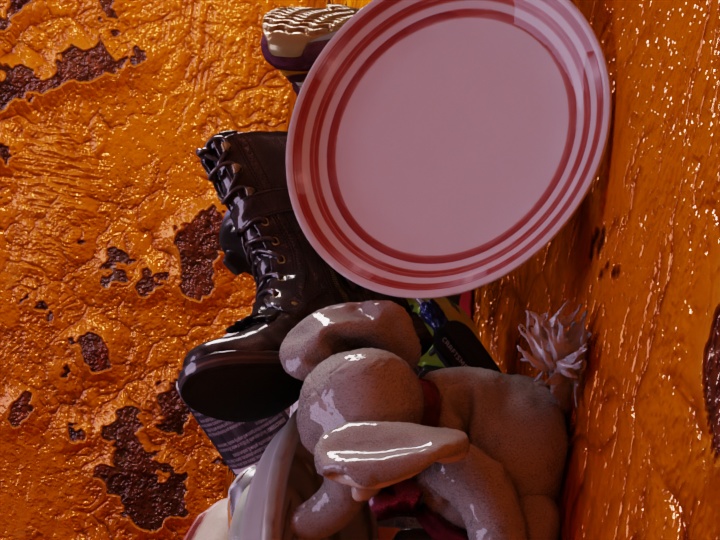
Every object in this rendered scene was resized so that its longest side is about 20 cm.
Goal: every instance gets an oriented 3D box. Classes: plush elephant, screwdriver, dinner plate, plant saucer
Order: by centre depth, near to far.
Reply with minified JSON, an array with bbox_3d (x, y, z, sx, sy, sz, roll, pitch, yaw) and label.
[{"bbox_3d":[0.028,0.101,0.906,0.165,0.153,0.201,-98,18,-64],"label":"plush elephant"},{"bbox_3d":[0.049,-0.078,0.956,0.024,0.199,0.202,37,-125,-59],"label":"dinner plate"},{"bbox_3d":[-0.039,0.178,1.003,0.200,0.050,0.202,-4,-90,-73],"label":"plant saucer"},{"bbox_3d":[0.033,0.009,1.086,0.201,0.028,0.029,55,141,27],"label":"screwdriver"}]

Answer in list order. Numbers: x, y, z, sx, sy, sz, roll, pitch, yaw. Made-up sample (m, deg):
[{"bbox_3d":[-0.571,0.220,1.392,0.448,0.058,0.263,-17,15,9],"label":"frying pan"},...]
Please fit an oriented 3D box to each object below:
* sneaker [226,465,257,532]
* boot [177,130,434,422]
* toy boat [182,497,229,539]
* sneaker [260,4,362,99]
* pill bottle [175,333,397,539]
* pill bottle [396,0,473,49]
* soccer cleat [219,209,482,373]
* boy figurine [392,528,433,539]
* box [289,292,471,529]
[{"bbox_3d":[-0.010,0.206,1.129,0.078,0.200,0.077,-35,-10,-40],"label":"sneaker"},{"bbox_3d":[-0.058,-0.007,1.025,0.069,0.199,0.175,-45,65,40],"label":"boot"},{"bbox_3d":[-0.061,0.262,1.202,0.131,0.200,0.131,-43,11,47],"label":"toy boat"},{"bbox_3d":[-0.015,-0.133,1.157,0.200,0.074,0.091,-28,-55,-69],"label":"sneaker"},{"bbox_3d":[-0.050,0.141,1.332,0.201,0.106,0.106,57,180,-11],"label":"pill bottle"},{"bbox_3d":[0.054,-0.108,1.095,0.201,0.115,0.116,107,169,-45],"label":"pill bottle"},{"bbox_3d":[0.000,-0.001,1.150,0.084,0.199,0.065,-57,-7,-47],"label":"soccer cleat"},{"bbox_3d":[0.040,0.258,1.003,0.125,0.064,0.201,108,172,-45],"label":"boy figurine"},{"bbox_3d":[0.010,0.070,1.225,0.132,0.114,0.201,112,165,-57],"label":"box"}]
